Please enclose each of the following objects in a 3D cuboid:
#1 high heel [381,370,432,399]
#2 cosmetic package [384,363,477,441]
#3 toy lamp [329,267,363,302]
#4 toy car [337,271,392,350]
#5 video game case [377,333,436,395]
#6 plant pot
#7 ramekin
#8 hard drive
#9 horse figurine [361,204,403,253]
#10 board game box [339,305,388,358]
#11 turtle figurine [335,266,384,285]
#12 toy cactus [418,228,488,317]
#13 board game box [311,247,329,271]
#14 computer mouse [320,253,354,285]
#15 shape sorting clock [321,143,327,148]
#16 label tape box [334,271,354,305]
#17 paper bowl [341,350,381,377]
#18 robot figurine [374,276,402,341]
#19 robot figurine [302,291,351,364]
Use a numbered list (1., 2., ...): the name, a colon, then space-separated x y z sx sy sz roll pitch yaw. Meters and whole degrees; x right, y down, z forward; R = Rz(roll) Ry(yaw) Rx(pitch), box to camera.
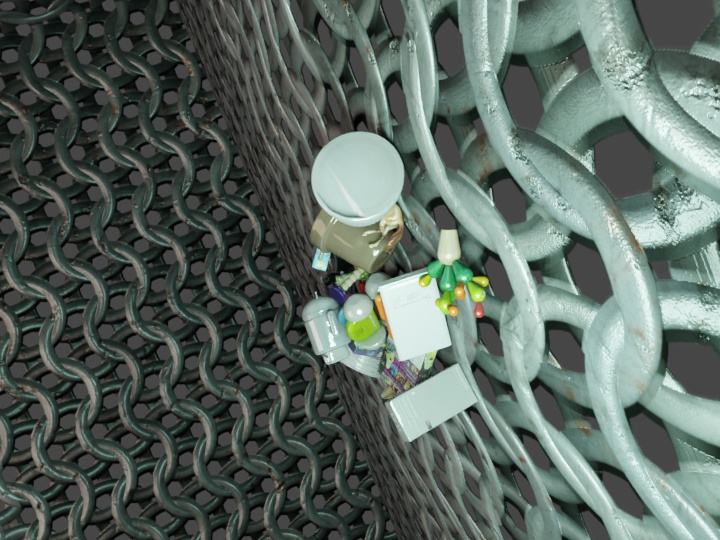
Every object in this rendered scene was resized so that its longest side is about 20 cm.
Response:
1. high heel: 0.130 0.314 1.576 0.072 0.141 0.201 59 164 21
2. cosmetic package: 0.169 0.317 1.337 0.108 0.198 0.090 60 166 10
3. toy lamp: 0.000 0.000 1.463 0.058 0.200 0.059 30 150 20
4. toy car: 0.020 0.097 1.502 0.149 0.200 0.176 27 154 44
5. video game case: 0.124 0.246 1.526 0.200 0.035 0.184 40 116 59
6. plant pot: -0.003 -0.090 1.397 0.174 0.200 0.201 43 158 17
7. ramekin: -0.004 -0.190 1.209 0.205 0.200 0.094 62 177 13
8. hard drive: 0.128 0.103 1.288 0.026 0.129 0.203 -106 -1 -67
9. horse figurine: 0.042 -0.141 1.292 0.202 0.131 0.050 58 -172 5
10. board game box: 0.028 0.190 1.679 0.057 0.198 0.166 -57 42 20
11. turtle figurine: -0.028 0.009 1.651 0.201 0.141 0.197 -57 47 52
12. toy cactus: 0.181 0.004 1.078 0.200 0.100 0.169 -151 58 -70
13. board game box: -0.111 -0.103 1.739 0.200 0.046 0.154 -102 27 -73
14. computer mouse: -0.062 -0.046 1.780 0.053 0.136 0.202 56 152 36
15. shape sorting clock: -0.056 -0.262 1.569 0.201 0.039 0.201 57 162 29
16. label tape box: -0.055 0.105 1.917 0.146 0.062 0.203 83 -175 -48
17. paper bowl: 0.012 0.277 1.908 0.198 0.106 0.201 25 -177 -1
18. robot figurine: 0.115 0.101 1.368 0.144 0.115 0.203 -131 21 -55
19. robot figurine: -0.096 0.160 1.566 0.169 0.111 0.203 -30 79 63
